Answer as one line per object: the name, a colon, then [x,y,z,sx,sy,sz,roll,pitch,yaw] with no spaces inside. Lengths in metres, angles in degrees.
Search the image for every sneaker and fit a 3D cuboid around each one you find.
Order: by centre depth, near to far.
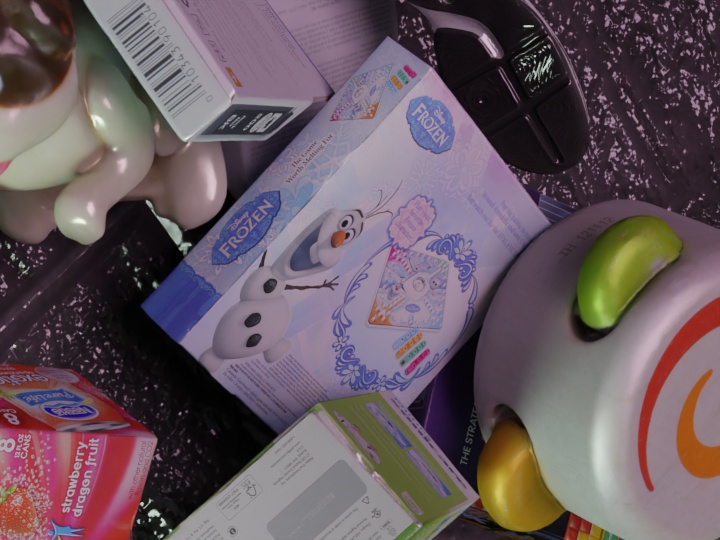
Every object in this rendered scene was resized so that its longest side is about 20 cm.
sneaker: [0.078,-0.157,1.579,0.201,0.076,0.115,55,30,-9]

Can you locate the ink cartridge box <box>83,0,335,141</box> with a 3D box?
ink cartridge box: [-0.104,-0.155,1.422,0.198,0.043,0.200,54,13,6]

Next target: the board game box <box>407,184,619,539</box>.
board game box: [0.100,0.058,1.692,0.165,0.057,0.201,22,74,-33]

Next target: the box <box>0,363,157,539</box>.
box: [-0.190,0.154,1.412,0.099,0.095,0.201,7,106,-38]

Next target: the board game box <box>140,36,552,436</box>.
board game box: [0.000,0.000,1.543,0.199,0.043,0.200,-47,143,-4]

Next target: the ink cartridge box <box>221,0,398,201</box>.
ink cartridge box: [-0.037,-0.083,1.599,0.160,0.047,0.201,-24,115,-51]

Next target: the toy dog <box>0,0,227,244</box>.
toy dog: [-0.163,-0.099,1.407,0.200,0.139,0.195,7,87,-71]

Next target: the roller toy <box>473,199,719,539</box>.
roller toy: [0.162,0.060,1.605,0.182,0.140,0.201,2,105,-41]

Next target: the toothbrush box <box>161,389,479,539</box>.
toothbrush box: [-0.029,0.142,1.468,0.146,0.200,0.086,-42,84,7]

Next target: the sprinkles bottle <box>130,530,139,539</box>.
sprinkles bottle: [-0.101,0.211,1.530,0.200,0.068,0.068,46,63,-24]
